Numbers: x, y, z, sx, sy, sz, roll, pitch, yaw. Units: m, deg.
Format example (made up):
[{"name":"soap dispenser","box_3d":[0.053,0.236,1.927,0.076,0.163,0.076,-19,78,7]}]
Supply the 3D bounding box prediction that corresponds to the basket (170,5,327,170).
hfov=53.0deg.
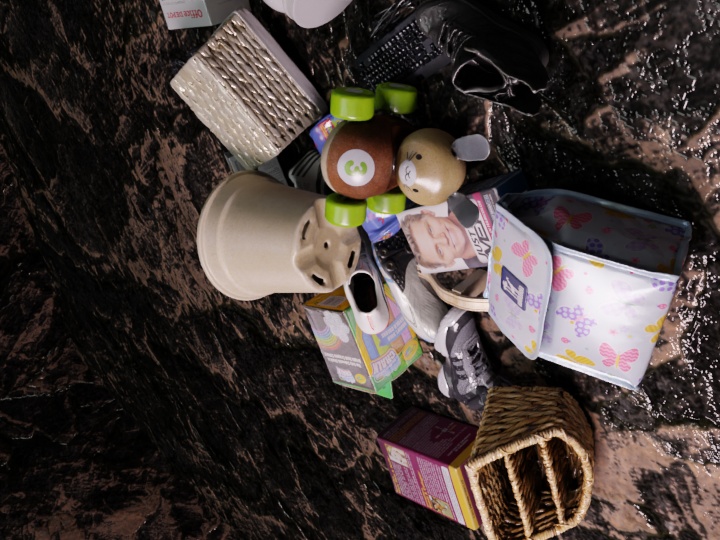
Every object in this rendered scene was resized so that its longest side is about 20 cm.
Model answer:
[{"name":"basket","box_3d":[-0.173,-0.266,1.092,0.200,0.124,0.135,49,151,-16]}]

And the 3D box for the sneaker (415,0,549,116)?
[{"name":"sneaker","box_3d":[0.121,-0.232,0.767,0.199,0.104,0.060,32,140,22]}]

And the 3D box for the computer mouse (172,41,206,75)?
[{"name":"computer mouse","box_3d":[-0.295,-0.375,1.306,0.059,0.034,0.199,52,158,-25]}]

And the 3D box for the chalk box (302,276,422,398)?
[{"name":"chalk box","box_3d":[0.013,0.120,1.220,0.124,0.123,0.202,5,122,51]}]

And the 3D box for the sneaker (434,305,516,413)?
[{"name":"sneaker","box_3d":[0.173,0.137,1.062,0.113,0.075,0.201,33,146,33]}]

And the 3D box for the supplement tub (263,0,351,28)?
[{"name":"supplement tub","box_3d":[-0.095,-0.413,0.883,0.200,0.144,0.145,50,147,12]}]

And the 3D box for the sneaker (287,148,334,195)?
[{"name":"sneaker","box_3d":[-0.067,-0.108,1.193,0.115,0.075,0.202,42,138,39]}]

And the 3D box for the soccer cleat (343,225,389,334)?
[{"name":"soccer cleat","box_3d":[0.000,0.000,1.100,0.085,0.068,0.202,67,-171,-62]}]

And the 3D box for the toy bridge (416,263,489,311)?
[{"name":"toy bridge","box_3d":[0.152,0.026,0.997,0.199,0.067,0.027,23,135,43]}]

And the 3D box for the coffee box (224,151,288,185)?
[{"name":"coffee box","box_3d":[-0.159,-0.120,1.253,0.114,0.079,0.202,-134,22,-71]}]

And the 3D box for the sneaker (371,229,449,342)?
[{"name":"sneaker","box_3d":[0.070,0.021,1.106,0.201,0.071,0.072,61,155,1]}]

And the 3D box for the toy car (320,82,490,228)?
[{"name":"toy car","box_3d":[0.065,-0.125,0.879,0.199,0.157,0.166,25,121,38]}]

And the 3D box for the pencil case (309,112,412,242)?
[{"name":"pencil case","box_3d":[0.005,-0.143,1.044,0.201,0.086,0.078,60,-170,-3]}]

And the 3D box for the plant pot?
[{"name":"plant pot","box_3d":[-0.106,-0.045,1.064,0.182,0.200,0.202,8,124,42]}]

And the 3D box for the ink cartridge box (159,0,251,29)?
[{"name":"ink cartridge box","box_3d":[-0.263,-0.483,1.108,0.144,0.083,0.202,17,130,46]}]

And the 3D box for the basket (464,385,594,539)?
[{"name":"basket","box_3d":[0.241,0.277,0.980,0.141,0.149,0.202,-2,125,26]}]

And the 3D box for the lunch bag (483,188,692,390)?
[{"name":"lunch bag","box_3d":[0.233,0.016,0.790,0.198,0.127,0.171,21,134,22]}]

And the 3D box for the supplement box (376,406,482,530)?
[{"name":"supplement box","box_3d":[0.141,0.336,1.247,0.199,0.103,0.132,9,124,50]}]

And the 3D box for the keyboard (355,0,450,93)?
[{"name":"keyboard","box_3d":[0.045,-0.280,0.904,0.199,0.039,0.105,-19,102,57]}]

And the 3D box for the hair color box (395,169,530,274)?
[{"name":"hair color box","box_3d":[0.141,-0.058,0.946,0.199,0.060,0.101,-9,110,57]}]
